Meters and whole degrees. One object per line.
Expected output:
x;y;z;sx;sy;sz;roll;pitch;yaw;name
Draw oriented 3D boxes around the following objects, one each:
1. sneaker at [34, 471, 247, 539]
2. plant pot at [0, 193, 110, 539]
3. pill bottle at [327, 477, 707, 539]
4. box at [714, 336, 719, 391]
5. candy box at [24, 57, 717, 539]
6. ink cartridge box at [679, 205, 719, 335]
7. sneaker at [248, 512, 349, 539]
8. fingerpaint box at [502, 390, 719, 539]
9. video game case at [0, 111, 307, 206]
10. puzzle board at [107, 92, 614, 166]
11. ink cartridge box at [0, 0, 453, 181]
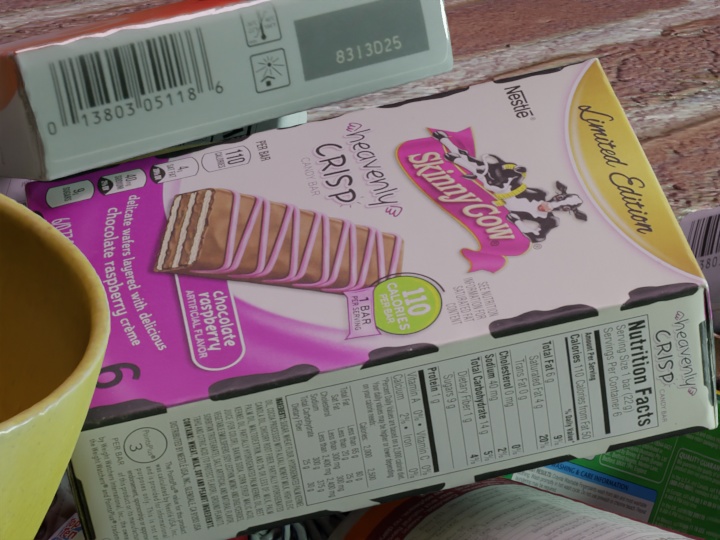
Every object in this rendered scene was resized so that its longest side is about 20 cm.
-0.116;0.126;0.822;0.200;0.113;0.071;-12;25;-40;sneaker
-0.179;0.065;0.743;0.199;0.142;0.200;9;25;-4;plant pot
0.074;0.129;0.797;0.109;0.110;0.200;-9;12;-32;pill bottle
0.185;0.060;1.097;0.163;0.021;0.200;27;-4;-37;box
0.000;0.009;0.838;0.199;0.061;0.137;-12;37;-5;candy box
0.246;0.020;1.031;0.200;0.057;0.162;20;-20;-29;ink cartridge box
-0.035;0.106;0.928;0.199;0.085;0.077;-8;35;-20;sneaker
0.065;0.058;1.015;0.200;0.074;0.167;20;-1;-41;fingerpaint box
-0.123;0.015;0.983;0.199;0.022;0.183;-13;39;18;video game case
0.000;0.000;0.913;0.199;0.017;0.151;-7;40;2;puzzle board
-0.081;-0.077;0.961;0.162;0.050;0.200;-16;14;-25;ink cartridge box
